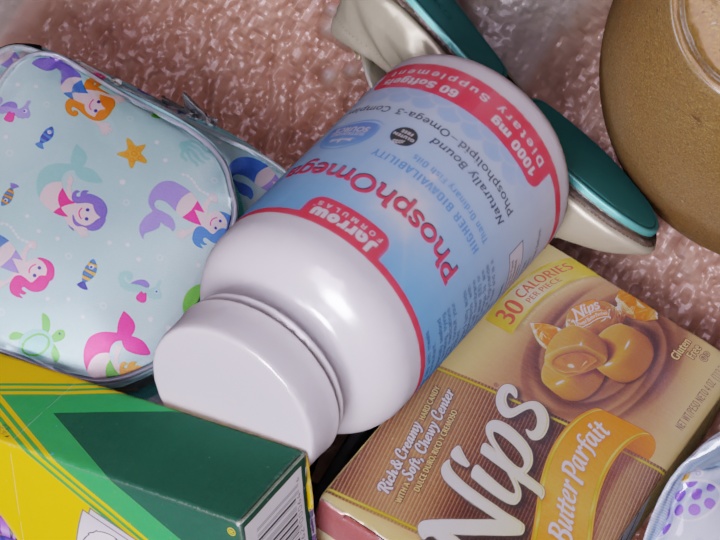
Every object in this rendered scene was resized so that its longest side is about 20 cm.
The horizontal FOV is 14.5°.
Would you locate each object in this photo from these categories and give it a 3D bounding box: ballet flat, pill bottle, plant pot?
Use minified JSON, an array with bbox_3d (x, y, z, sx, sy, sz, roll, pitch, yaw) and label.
[{"bbox_3d":[0.058,-0.068,1.344,0.069,0.069,0.200,-42,78,5],"label":"ballet flat"},{"bbox_3d":[0.000,0.000,1.239,0.109,0.109,0.200,34,51,11],"label":"pill bottle"},{"bbox_3d":[0.190,-0.102,1.248,0.185,0.200,0.188,-1,85,9],"label":"plant pot"}]

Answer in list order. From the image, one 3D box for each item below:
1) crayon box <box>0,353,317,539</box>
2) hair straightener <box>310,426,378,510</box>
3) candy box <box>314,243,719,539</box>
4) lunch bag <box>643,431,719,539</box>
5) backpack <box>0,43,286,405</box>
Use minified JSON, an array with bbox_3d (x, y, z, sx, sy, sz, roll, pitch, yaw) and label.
[{"bbox_3d":[-0.100,0.149,1.239,0.172,0.058,0.201,15,129,27],"label":"crayon box"},{"bbox_3d":[0.009,0.081,1.345,0.077,0.041,0.201,24,90,12],"label":"hair straightener"},{"bbox_3d":[0.074,0.085,1.267,0.115,0.055,0.200,32,50,12],"label":"candy box"},{"bbox_3d":[0.177,0.159,1.243,0.126,0.170,0.201,12,87,12],"label":"lunch bag"},{"bbox_3d":[-0.117,0.002,1.319,0.199,0.151,0.178,28,76,-3],"label":"backpack"}]
